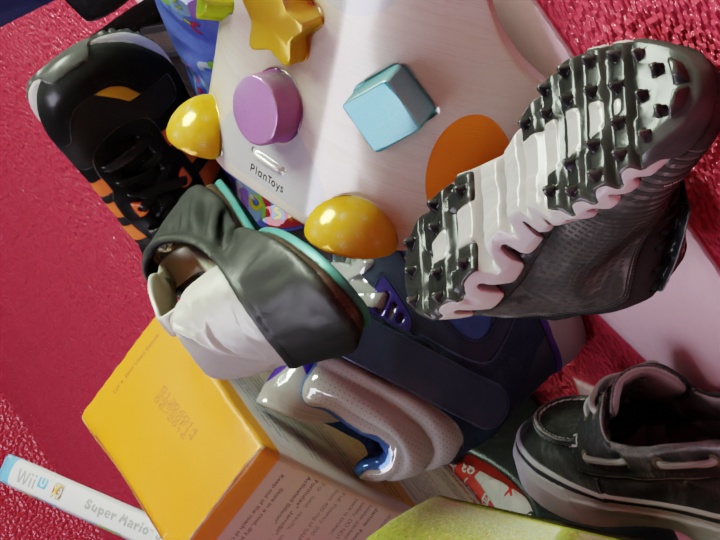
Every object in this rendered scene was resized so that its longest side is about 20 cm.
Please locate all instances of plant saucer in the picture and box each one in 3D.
[{"bbox_3d":[0.115,0.140,1.204,0.200,0.048,0.200,14,177,-22],"label":"plant saucer"}]

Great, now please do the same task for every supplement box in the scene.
[{"bbox_3d":[-0.024,0.112,1.365,0.200,0.074,0.126,29,-167,-39],"label":"supplement box"}]

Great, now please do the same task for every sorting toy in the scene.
[{"bbox_3d":[-0.007,-0.119,1.169,0.200,0.107,0.180,34,135,38],"label":"sorting toy"}]

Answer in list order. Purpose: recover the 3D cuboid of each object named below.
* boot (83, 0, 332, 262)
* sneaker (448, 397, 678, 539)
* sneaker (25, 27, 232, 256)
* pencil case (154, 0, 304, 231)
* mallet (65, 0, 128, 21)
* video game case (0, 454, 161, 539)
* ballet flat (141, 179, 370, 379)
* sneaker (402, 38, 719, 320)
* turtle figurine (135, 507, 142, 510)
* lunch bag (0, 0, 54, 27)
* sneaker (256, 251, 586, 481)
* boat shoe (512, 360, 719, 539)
[{"bbox_3d":[-0.068,-0.070,1.518,0.174,0.069,0.200,59,163,-15],"label":"boot"},{"bbox_3d":[0.113,0.143,1.426,0.201,0.067,0.108,45,164,46],"label":"sneaker"},{"bbox_3d":[-0.097,-0.046,1.391,0.090,0.070,0.200,56,180,27],"label":"sneaker"},{"bbox_3d":[-0.056,-0.112,1.358,0.087,0.078,0.200,7,134,41],"label":"pencil case"},{"bbox_3d":[-0.092,-0.129,1.215,0.066,0.041,0.200,54,166,-31],"label":"mallet"},{"bbox_3d":[-0.081,0.151,1.470,0.200,0.018,0.143,17,171,44],"label":"video game case"},{"bbox_3d":[-0.053,0.013,1.234,0.068,0.068,0.200,53,174,-19],"label":"ballet flat"},{"bbox_3d":[0.098,-0.030,1.083,0.200,0.090,0.067,-41,44,54],"label":"sneaker"},{"bbox_3d":[-0.038,0.079,1.581,0.064,0.200,0.161,-128,33,-62],"label":"turtle figurine"},{"bbox_3d":[-0.205,-0.202,1.394,0.136,0.200,0.132,57,164,12],"label":"lunch bag"},{"bbox_3d":[0.000,0.000,1.295,0.200,0.146,0.081,57,166,-9],"label":"sneaker"},{"bbox_3d":[0.132,0.071,1.222,0.200,0.072,0.071,8,125,56],"label":"boat shoe"}]
